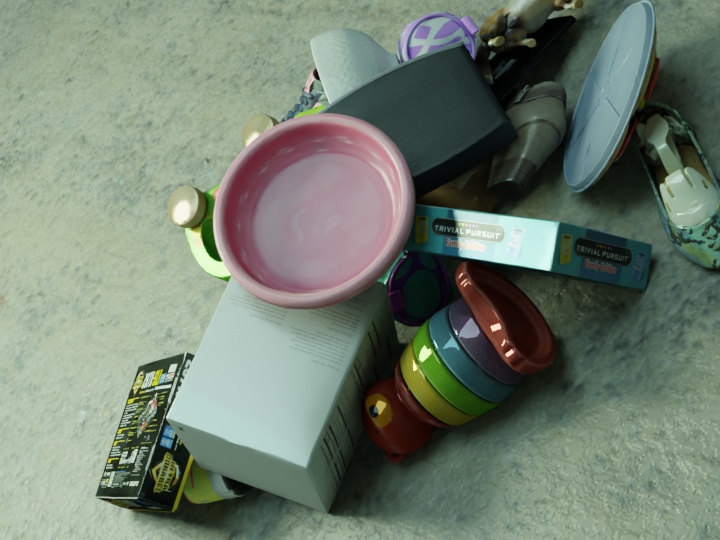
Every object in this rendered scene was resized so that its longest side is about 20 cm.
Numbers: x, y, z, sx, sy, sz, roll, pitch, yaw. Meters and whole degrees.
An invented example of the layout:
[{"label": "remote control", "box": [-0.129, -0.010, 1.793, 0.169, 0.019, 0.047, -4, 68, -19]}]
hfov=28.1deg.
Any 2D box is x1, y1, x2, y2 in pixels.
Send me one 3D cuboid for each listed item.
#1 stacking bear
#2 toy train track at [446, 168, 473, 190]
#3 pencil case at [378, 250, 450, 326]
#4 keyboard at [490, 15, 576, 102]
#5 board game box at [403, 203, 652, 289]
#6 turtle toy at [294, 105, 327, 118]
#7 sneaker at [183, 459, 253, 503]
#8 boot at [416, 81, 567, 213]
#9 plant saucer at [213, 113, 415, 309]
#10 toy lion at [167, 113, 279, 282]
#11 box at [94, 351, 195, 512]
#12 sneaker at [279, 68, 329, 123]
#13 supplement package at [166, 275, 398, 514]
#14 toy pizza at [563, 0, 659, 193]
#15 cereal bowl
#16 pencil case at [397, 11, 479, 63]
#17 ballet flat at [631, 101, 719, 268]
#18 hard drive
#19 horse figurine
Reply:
[{"label": "stacking bear", "box": [0.080, 0.102, 1.382, 0.200, 0.114, 0.122, -42, 66, 23]}, {"label": "toy train track", "box": [0.040, -0.082, 1.494, 0.114, 0.033, 0.200, 32, 78, 14]}, {"label": "pencil case", "box": [0.000, 0.000, 1.546, 0.092, 0.086, 0.200, -18, 21, -38]}, {"label": "keyboard", "box": [0.157, -0.208, 1.596, 0.200, 0.040, 0.104, -46, 29, -26]}, {"label": "board game box", "box": [0.153, -0.024, 1.379, 0.199, 0.151, 0.047, 9, 90, 45]}, {"label": "turtle toy", "box": [-0.083, -0.107, 1.684, 0.200, 0.101, 0.146, -45, 40, 13]}, {"label": "sneaker", "box": [-0.162, 0.166, 1.571, 0.090, 0.078, 0.201, -32, 39, 33]}, {"label": "boot", "box": [0.137, -0.127, 1.551, 0.199, 0.070, 0.147, -11, 43, 43]}, {"label": "plant saucer", "box": [-0.041, -0.053, 1.387, 0.199, 0.051, 0.202, -6, 67, 14]}, {"label": "toy lion", "box": [-0.100, -0.058, 1.569, 0.200, 0.069, 0.192, -40, 55, 20]}, {"label": "box", "box": [-0.221, 0.177, 1.556, 0.200, 0.049, 0.160, -20, 49, 65]}, {"label": "sneaker", "box": [-0.056, -0.206, 1.762, 0.200, 0.082, 0.070, -33, 43, 18]}, {"label": "supplement package", "box": [-0.071, 0.108, 1.437, 0.151, 0.151, 0.201, 17, 68, 15]}, {"label": "toy pizza", "box": [0.255, -0.169, 1.431, 0.200, 0.032, 0.201, -161, 90, -83]}, {"label": "cereal bowl", "box": [0.020, -0.180, 1.597, 0.083, 0.200, 0.201, -21, 45, 6]}, {"label": "pencil case", "box": [0.085, -0.249, 1.608, 0.086, 0.084, 0.200, -45, 8, 4]}, {"label": "ballet flat", "box": [0.301, -0.086, 1.364, 0.074, 0.074, 0.200, -34, 43, 16]}, {"label": "hard drive", "box": [0.047, -0.145, 1.471, 0.199, 0.042, 0.135, -28, 75, -4]}, {"label": "horse figurine", "box": [0.187, -0.277, 1.572, 0.200, 0.050, 0.133, -40, 14, 0]}]
